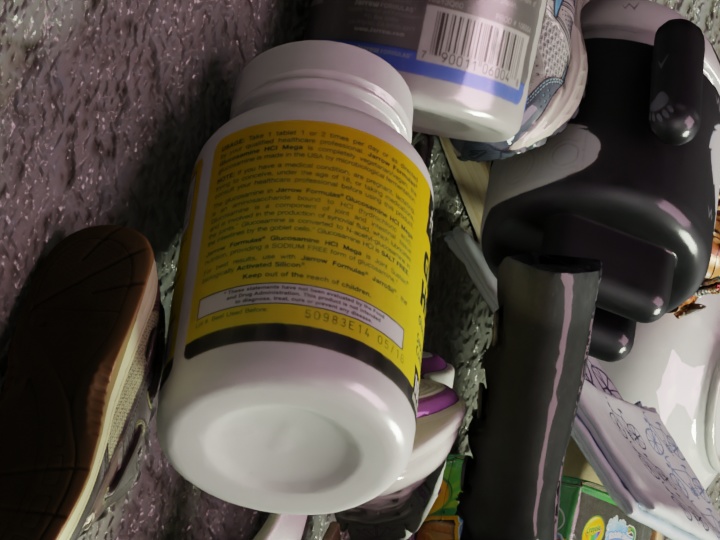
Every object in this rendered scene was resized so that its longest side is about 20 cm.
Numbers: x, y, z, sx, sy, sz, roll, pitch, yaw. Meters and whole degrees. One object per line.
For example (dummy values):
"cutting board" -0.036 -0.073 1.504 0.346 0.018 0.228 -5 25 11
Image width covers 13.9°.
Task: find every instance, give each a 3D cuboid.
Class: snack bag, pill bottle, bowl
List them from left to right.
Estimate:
"pill bottle" -0.025 -0.001 1.319 0.113 0.112 0.200 67 23 -49
"pill bottle" 0.042 -0.171 1.436 0.114 0.114 0.200 22 79 -64
"snack bag" 0.133 0.070 1.659 0.021 0.200 0.189 -37 156 11
"bowl" 0.200 0.075 1.881 0.201 0.090 0.202 -36 131 -57

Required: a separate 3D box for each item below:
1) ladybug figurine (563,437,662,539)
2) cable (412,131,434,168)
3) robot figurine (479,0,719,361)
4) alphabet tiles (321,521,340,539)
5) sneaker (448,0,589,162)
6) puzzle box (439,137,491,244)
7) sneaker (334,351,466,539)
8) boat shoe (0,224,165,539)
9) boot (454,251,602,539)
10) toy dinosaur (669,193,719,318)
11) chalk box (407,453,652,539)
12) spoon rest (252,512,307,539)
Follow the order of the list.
"ladybug figurine" 0.127 0.180 1.780 0.136 0.072 0.200 5 94 -58
"cable" 0.000 0.000 1.482 0.200 0.050 0.097 -44 139 -48
"robot figurine" 0.132 -0.052 1.567 0.125 0.150 0.200 51 38 -40
"alphabet tiles" -0.043 0.246 1.487 0.200 0.008 0.167 88 24 -50
"sneaker" 0.077 -0.145 1.529 0.086 0.077 0.200 54 44 -41
"puzzle box" 0.078 -0.122 1.630 0.133 0.025 0.200 -65 151 -30
"sneaker" 0.017 0.098 1.471 0.200 0.075 0.100 -42 135 -80
"boat shoe" -0.123 0.078 1.231 0.065 0.073 0.200 56 49 -49
"boot" 0.080 0.094 1.413 0.165 0.066 0.200 -126 -130 -82
"toy dinosaur" 0.180 -0.034 1.729 0.200 0.136 0.102 110 1 -47
"chalk box" 0.077 0.166 1.621 0.125 0.124 0.200 29 72 -62
"spoon rest" -0.066 0.148 1.389 0.099 0.061 0.200 23 77 -66
